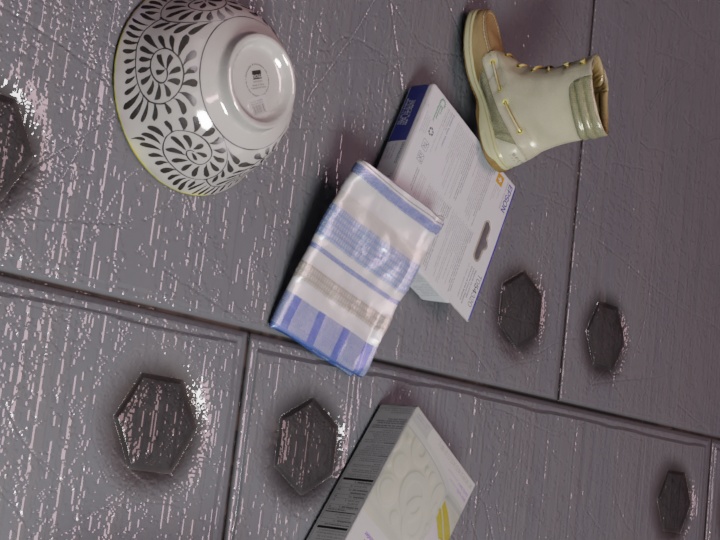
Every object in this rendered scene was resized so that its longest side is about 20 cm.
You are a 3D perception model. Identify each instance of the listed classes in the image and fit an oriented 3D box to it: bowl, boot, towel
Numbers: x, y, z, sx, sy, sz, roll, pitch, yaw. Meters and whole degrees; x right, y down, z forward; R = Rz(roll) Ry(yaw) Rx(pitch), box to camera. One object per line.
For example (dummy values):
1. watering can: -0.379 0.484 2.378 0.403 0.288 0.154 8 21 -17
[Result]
1. bowl: -0.124 -0.172 1.287 0.201 0.094 0.201 3 87 -48
2. boot: 0.205 -0.228 1.599 0.072 0.154 0.200 15 63 -57
3. towel: 0.000 0.000 1.436 0.147 0.024 0.200 35 80 -40

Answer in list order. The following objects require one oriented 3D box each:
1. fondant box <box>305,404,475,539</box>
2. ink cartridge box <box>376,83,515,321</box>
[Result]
1. fondant box: 0.033 0.266 1.481 0.144 0.058 0.200 54 53 -33
2. ink cartridge box: 0.089 -0.074 1.567 0.200 0.043 0.197 47 54 -40
